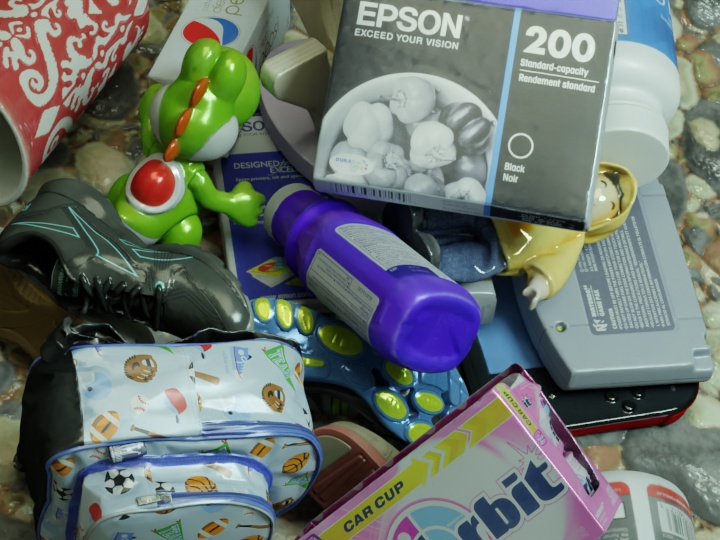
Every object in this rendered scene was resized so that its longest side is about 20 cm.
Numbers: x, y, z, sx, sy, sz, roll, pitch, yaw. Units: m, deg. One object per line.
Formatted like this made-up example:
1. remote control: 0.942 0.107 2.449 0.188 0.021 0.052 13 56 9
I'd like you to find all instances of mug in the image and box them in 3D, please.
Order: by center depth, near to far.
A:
1. mug: -0.273 -0.171 1.547 0.177 0.134 0.200 29 49 8

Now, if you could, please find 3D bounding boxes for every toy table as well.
1. toy table: 0.003 -0.145 1.534 0.199 0.118 0.184 33 55 23

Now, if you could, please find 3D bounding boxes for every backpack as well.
1. backpack: -0.120 0.119 1.323 0.189 0.200 0.155 -12 69 -19

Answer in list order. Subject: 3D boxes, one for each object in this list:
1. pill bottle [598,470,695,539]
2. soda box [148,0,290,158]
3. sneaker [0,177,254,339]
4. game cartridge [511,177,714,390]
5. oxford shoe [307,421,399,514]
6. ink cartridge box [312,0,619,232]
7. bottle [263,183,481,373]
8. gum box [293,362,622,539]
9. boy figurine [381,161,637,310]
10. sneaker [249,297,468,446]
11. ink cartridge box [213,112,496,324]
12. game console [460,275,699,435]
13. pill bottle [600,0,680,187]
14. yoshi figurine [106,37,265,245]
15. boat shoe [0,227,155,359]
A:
1. pill bottle: 0.175 0.244 1.336 0.115 0.116 0.201 3 52 -10
2. soda box: -0.109 -0.174 1.595 0.063 0.069 0.201 8 39 9
3. sneaker: -0.163 0.011 1.389 0.199 0.076 0.079 28 41 23
4. game cartridge: 0.182 0.002 1.540 0.132 0.041 0.201 0 53 -13
5. oxford shoe: 0.045 0.176 1.391 0.200 0.070 0.075 49 22 6
6. ink cartridge box: 0.079 -0.141 1.424 0.196 0.043 0.202 8 79 4
7. bottle: 0.000 0.000 1.417 0.083 0.066 0.200 15 16 -41
8. gum box: 0.062 0.162 1.304 0.114 0.200 0.066 51 21 1
9. boy figurine: 0.119 -0.031 1.487 0.198 0.065 0.125 -10 68 -23
10. sneaker: -0.009 0.073 1.452 0.198 0.083 0.071 23 77 -12
11. ink cartridge box: -0.010 -0.040 1.547 0.196 0.047 0.201 -4 48 -7
12. game console: 0.153 0.037 1.545 0.175 0.031 0.201 -4 54 -16
13. pill bottle: 0.191 -0.165 1.578 0.111 0.113 0.202 5 58 -9
14. yoshi figurine: -0.125 -0.082 1.474 0.112 0.201 0.112 12 31 -28
15. boat shoe: -0.232 0.016 1.456 0.199 0.071 0.069 36 33 20
